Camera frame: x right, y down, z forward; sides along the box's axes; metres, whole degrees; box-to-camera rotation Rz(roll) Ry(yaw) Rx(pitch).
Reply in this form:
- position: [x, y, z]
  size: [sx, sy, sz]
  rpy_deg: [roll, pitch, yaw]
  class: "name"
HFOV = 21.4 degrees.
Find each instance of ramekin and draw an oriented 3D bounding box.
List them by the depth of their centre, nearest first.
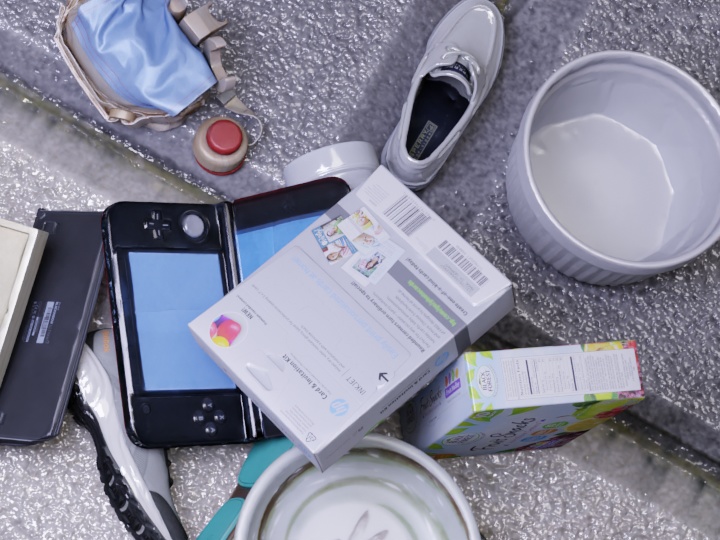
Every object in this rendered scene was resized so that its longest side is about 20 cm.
- position: [0.222, -0.081, 1.664]
  size: [0.200, 0.105, 0.200]
  rpy_deg: [4, 72, -12]
  class: "ramekin"

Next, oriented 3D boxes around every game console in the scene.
- position: [-0.096, 0.031, 1.500]
  size: [0.172, 0.119, 0.200]
  rpy_deg: [1, 75, -37]
  class: "game console"

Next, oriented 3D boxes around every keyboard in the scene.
- position: [-0.268, 0.043, 1.523]
  size: [0.127, 0.021, 0.200]
  rpy_deg: [3, 67, 26]
  class: "keyboard"

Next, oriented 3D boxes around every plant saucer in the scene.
- position: [-0.005, 0.228, 1.494]
  size: [0.200, 0.050, 0.200]
  rpy_deg: [4, 72, -12]
  class: "plant saucer"

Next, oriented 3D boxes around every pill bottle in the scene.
- position: [0.000, 0.000, 1.580]
  size: [0.112, 0.112, 0.200]
  rpy_deg: [-13, 76, -17]
  class: "pill bottle"

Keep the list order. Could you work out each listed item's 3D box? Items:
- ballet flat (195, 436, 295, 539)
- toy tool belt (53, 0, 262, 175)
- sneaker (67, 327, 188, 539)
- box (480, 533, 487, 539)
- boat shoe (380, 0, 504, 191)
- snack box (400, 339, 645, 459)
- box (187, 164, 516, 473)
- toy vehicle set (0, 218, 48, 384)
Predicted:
- position: [-0.075, 0.192, 1.538]
  size: [0.065, 0.070, 0.200]
  rpy_deg: [44, 69, -25]
  class: "ballet flat"
- position: [-0.164, -0.172, 1.589]
  size: [0.200, 0.123, 0.125]
  rpy_deg: [45, 69, 3]
  class: "toy tool belt"
- position: [-0.176, 0.134, 1.519]
  size: [0.079, 0.074, 0.200]
  rpy_deg: [-19, 78, -23]
  class: "sneaker"
- position: [0.043, 0.273, 1.542]
  size: [0.160, 0.044, 0.200]
  rpy_deg: [-42, 86, -21]
  class: "box"
- position: [0.082, -0.162, 1.676]
  size: [0.074, 0.065, 0.200]
  rpy_deg: [23, 69, -5]
  class: "boat shoe"
- position: [0.125, 0.107, 1.530]
  size: [0.142, 0.200, 0.053]
  rpy_deg: [-3, 74, -14]
  class: "snack box"
- position: [-0.006, 0.034, 1.451]
  size: [0.200, 0.041, 0.156]
  rpy_deg: [-40, 61, -13]
  class: "box"
- position: [-0.334, 0.047, 1.483]
  size: [0.124, 0.027, 0.200]
  rpy_deg: [17, 87, 9]
  class: "toy vehicle set"
